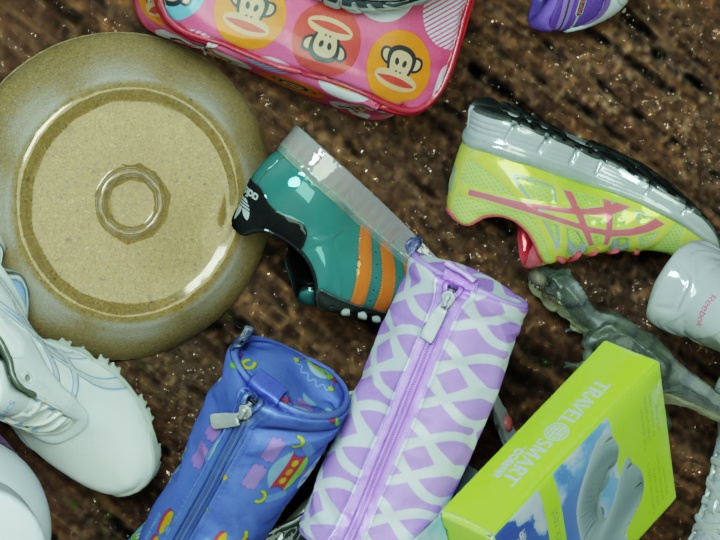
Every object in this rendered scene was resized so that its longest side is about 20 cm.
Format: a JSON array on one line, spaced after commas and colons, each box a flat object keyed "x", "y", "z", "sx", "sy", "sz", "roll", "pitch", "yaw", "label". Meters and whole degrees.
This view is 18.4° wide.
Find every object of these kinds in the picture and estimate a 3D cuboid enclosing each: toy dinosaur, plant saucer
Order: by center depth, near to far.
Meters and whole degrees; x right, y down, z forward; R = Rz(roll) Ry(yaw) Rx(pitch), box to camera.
[{"x": -0.142, "y": -0.043, "z": 1.337, "sx": 0.199, "sy": 0.035, "sz": 0.201, "roll": -3, "pitch": 98, "yaw": -19, "label": "plant saucer"}, {"x": 0.181, "y": 0.074, "z": 1.449, "sx": 0.199, "sy": 0.048, "sz": 0.088, "roll": 30, "pitch": 121, "yaw": -3, "label": "toy dinosaur"}]

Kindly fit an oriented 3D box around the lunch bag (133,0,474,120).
[{"x": -0.024, "y": -0.198, "z": 1.339, "sx": 0.199, "sy": 0.082, "sz": 0.177, "roll": 19, "pitch": 86, "yaw": -19, "label": "lunch bag"}]

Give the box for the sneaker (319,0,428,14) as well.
[{"x": -0.033, "y": -0.199, "z": 1.253, "sx": 0.199, "sy": 0.075, "sz": 0.081, "roll": 16, "pitch": 89, "yaw": -17, "label": "sneaker"}]

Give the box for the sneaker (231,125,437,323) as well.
[{"x": 0.000, "y": 0.000, "z": 1.375, "sx": 0.080, "sy": 0.071, "sz": 0.200, "roll": -46, "pitch": 117, "yaw": 1, "label": "sneaker"}]

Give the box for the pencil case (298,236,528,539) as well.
[{"x": 0.032, "y": 0.087, "z": 1.321, "sx": 0.084, "sy": 0.085, "sz": 0.201, "roll": 21, "pitch": 94, "yaw": 5, "label": "pencil case"}]

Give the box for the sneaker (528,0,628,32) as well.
[{"x": 0.106, "y": -0.241, "z": 1.381, "sx": 0.083, "sy": 0.081, "sz": 0.201, "roll": -24, "pitch": 105, "yaw": -10, "label": "sneaker"}]

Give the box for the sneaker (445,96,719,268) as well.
[{"x": 0.139, "y": -0.037, "z": 1.427, "sx": 0.199, "sy": 0.078, "sz": 0.091, "roll": 22, "pitch": 102, "yaw": -19, "label": "sneaker"}]

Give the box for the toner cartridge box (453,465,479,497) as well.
[{"x": 0.015, "y": 0.220, "z": 1.424, "sx": 0.200, "sy": 0.043, "sz": 0.095, "roll": -37, "pitch": 109, "yaw": -12, "label": "toner cartridge box"}]

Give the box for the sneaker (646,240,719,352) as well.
[{"x": 0.272, "y": 0.036, "z": 1.437, "sx": 0.199, "sy": 0.099, "sz": 0.078, "roll": -2, "pitch": 123, "yaw": -48, "label": "sneaker"}]

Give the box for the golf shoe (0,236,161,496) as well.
[{"x": -0.197, "y": 0.072, "z": 1.290, "sx": 0.078, "sy": 0.097, "sz": 0.200, "roll": -35, "pitch": 110, "yaw": 20, "label": "golf shoe"}]

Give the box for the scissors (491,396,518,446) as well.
[{"x": 0.094, "y": 0.111, "z": 1.402, "sx": 0.200, "sy": 0.014, "sz": 0.073, "roll": 60, "pitch": 35, "yaw": -40, "label": "scissors"}]

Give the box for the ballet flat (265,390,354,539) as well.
[{"x": -0.003, "y": 0.121, "z": 1.394, "sx": 0.200, "sy": 0.068, "sz": 0.068, "roll": -43, "pitch": 100, "yaw": -10, "label": "ballet flat"}]

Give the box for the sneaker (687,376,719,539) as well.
[{"x": 0.261, "y": 0.165, "z": 1.489, "sx": 0.099, "sy": 0.075, "sz": 0.201, "roll": -17, "pitch": 103, "yaw": -18, "label": "sneaker"}]

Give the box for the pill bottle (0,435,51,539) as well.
[{"x": -0.235, "y": 0.138, "z": 1.238, "sx": 0.112, "sy": 0.200, "sz": 0.113, "roll": -3, "pitch": 98, "yaw": -20, "label": "pill bottle"}]

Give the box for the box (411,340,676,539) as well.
[{"x": 0.118, "y": 0.151, "z": 1.370, "sx": 0.200, "sy": 0.048, "sz": 0.122, "roll": -42, "pitch": 136, "yaw": -32, "label": "box"}]

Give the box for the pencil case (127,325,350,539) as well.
[{"x": -0.084, "y": 0.133, "z": 1.321, "sx": 0.078, "sy": 0.087, "sz": 0.200, "roll": 38, "pitch": 111, "yaw": 20, "label": "pencil case"}]
